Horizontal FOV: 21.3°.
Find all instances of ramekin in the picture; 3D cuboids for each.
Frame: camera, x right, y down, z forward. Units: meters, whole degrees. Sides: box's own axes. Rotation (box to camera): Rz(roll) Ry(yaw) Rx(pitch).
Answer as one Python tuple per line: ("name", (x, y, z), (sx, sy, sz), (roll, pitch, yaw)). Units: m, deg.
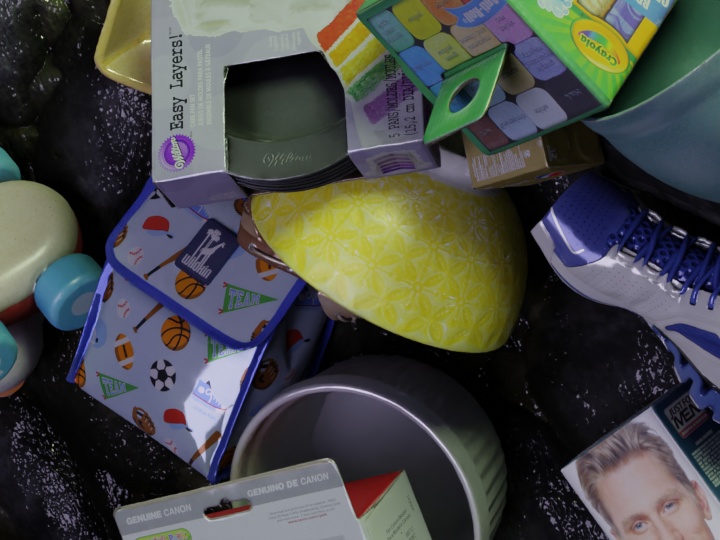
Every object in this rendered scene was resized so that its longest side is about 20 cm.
("ramekin", (0.013, 0.157, 1.409), (0.199, 0.105, 0.202), (8, 112, 22))

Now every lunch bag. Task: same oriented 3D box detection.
("lunch bag", (-0.116, 0.035, 1.476), (0.170, 0.124, 0.201), (32, 111, 24))

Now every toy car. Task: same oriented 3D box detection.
("toy car", (-0.307, 0.034, 1.631), (0.184, 0.176, 0.201), (47, 161, 30))

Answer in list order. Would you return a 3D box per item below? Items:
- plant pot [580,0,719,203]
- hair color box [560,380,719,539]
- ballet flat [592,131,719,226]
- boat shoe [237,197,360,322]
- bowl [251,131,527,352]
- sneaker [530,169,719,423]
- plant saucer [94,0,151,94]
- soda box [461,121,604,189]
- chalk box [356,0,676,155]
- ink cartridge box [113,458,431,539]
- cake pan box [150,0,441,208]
("plant pot", (0.239, -0.113, 1.095), (0.134, 0.201, 0.200), (43, 134, -15))
("hair color box", (0.236, 0.185, 1.293), (0.201, 0.060, 0.100), (55, 131, 8))
("ballet flat", (0.198, -0.081, 1.227), (0.200, 0.057, 0.067), (35, 130, 30))
("boat shoe", (0.000, 0.000, 1.374), (0.199, 0.076, 0.072), (33, 112, 8))
("bowl", (0.038, -0.047, 1.279), (0.200, 0.200, 0.108), (38, 113, 20))
("sneaker", (0.213, 0.005, 1.193), (0.199, 0.081, 0.115), (43, 152, -2))
("plant saucer", (-0.065, -0.198, 1.333), (0.199, 0.049, 0.201), (21, 119, -3))
("soda box", (0.095, -0.156, 1.227), (0.064, 0.067, 0.202), (-14, 85, 41))
("chalk box", (0.092, -0.158, 1.105), (0.124, 0.200, 0.125), (45, 150, -16))
("ink cartridge box", (-0.051, 0.213, 1.350), (0.199, 0.084, 0.177), (-15, 102, 28))
("cake pan box", (-0.045, -0.142, 1.234), (0.183, 0.052, 0.201), (-7, 68, 15))
